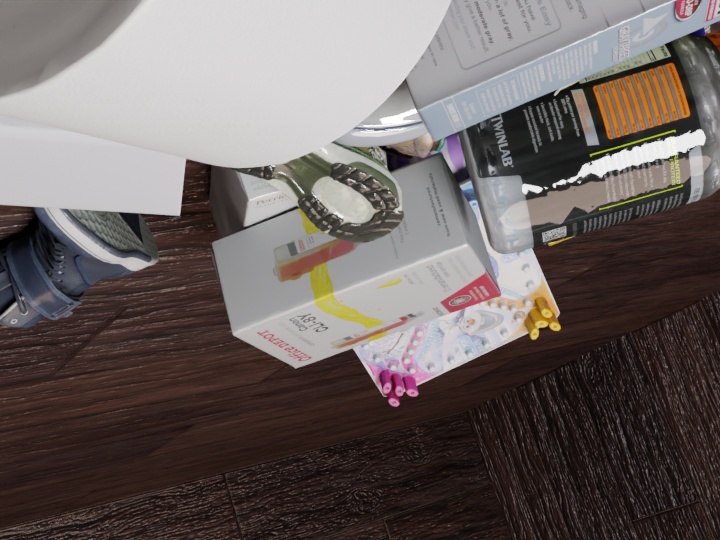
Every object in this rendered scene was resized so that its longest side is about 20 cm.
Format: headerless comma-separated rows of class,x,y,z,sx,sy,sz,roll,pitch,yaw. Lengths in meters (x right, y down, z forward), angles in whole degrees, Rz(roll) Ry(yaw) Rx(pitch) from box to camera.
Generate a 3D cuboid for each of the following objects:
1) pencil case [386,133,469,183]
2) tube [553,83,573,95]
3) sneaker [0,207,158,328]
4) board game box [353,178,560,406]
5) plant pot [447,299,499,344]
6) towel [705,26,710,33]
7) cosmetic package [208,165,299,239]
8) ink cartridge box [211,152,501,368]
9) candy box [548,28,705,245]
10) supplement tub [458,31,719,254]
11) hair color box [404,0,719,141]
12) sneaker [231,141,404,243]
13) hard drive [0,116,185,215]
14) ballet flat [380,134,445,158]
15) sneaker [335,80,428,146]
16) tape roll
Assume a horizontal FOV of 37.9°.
pencil case,0.118,-0.111,1.006,0.198,0.086,0.084,-19,128,-3
tube,0.200,-0.192,0.692,0.200,0.052,0.058,-46,138,-23
sneaker,-0.262,-0.013,0.861,0.145,0.078,0.202,-23,166,1
board game box,0.075,0.025,1.002,0.199,0.026,0.201,-26,127,7
plant pot,0.096,-0.002,1.106,0.198,0.135,0.200,-19,-169,4
towel,0.213,-0.146,0.916,0.198,0.035,0.193,-19,137,0
cosmetic package,-0.066,-0.073,0.882,0.107,0.086,0.200,-18,167,-13
ink cartridge box,0.000,0.000,0.858,0.198,0.084,0.145,-20,159,12
candy box,0.193,-0.134,0.845,0.168,0.077,0.201,-22,135,10
supplement tub,0.173,-0.094,0.740,0.198,0.124,0.123,-15,166,5
hair color box,0.112,-0.163,0.601,0.198,0.100,0.061,-22,164,10
sneaker,-0.049,-0.104,0.735,0.077,0.089,0.200,-33,121,28
hard drive,-0.215,-0.074,0.683,0.198,0.026,0.132,3,162,-11
ballet flat,0.028,-0.125,0.832,0.066,0.069,0.200,10,-176,-4
sneaker,0.061,-0.147,0.679,0.199,0.073,0.071,-27,158,-10
tape roll,-0.074,-0.147,0.379,0.202,0.205,0.139,-27,163,27
